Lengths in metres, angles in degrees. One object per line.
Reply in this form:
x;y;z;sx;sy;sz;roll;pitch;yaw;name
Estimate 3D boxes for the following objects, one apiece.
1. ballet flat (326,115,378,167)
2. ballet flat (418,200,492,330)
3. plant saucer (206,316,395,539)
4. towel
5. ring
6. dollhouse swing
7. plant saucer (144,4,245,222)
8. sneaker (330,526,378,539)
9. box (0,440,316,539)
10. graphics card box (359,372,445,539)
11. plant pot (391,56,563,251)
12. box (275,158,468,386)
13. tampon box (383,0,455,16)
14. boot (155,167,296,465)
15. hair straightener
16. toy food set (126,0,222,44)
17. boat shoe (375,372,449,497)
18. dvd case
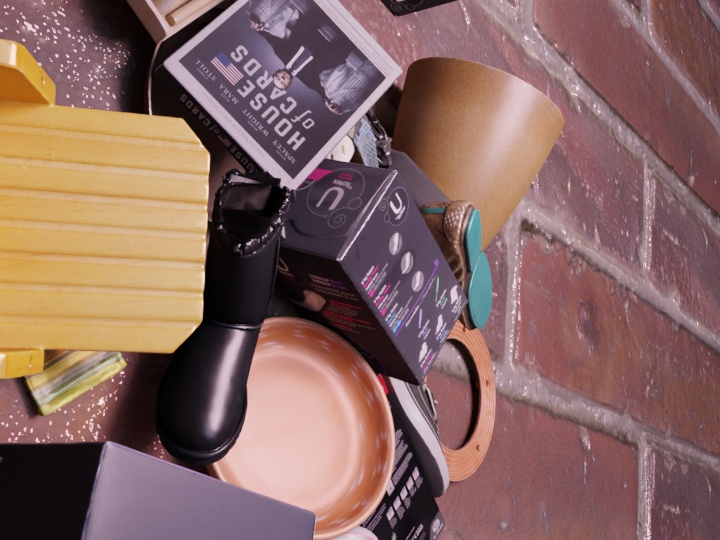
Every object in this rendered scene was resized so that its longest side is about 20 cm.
-0.018;-0.102;1.009;0.200;0.074;0.075;64;38;-46;ballet flat
0.093;-0.008;1.042;0.200;0.065;0.071;75;34;-53;ballet flat
-0.059;0.141;0.917;0.199;0.037;0.201;16;60;-30;plant saucer
-0.238;0.000;0.753;0.086;0.018;0.201;-38;115;-51;towel
0.105;0.146;1.214;0.200;0.019;0.202;13;74;-52;ring
-0.189;-0.032;0.662;0.182;0.175;0.201;152;-60;-82;dollhouse swing
-0.125;-0.134;0.923;0.200;0.032;0.202;14;73;-53;plant saucer
-0.039;0.298;0.905;0.200;0.088;0.082;-35;113;-42;sneaker
-0.167;0.190;0.665;0.200;0.197;0.124;34;58;-48;box
0.011;0.221;1.039;0.126;0.051;0.201;-48;122;-46;graphics card box
0.103;-0.101;1.140;0.186;0.186;0.201;32;77;-48;plant pot
0.000;0.000;0.962;0.106;0.122;0.200;-58;140;-23;box
0.094;-0.393;1.129;0.150;0.199;0.127;39;54;-46;tampon box
-0.103;0.029;0.805;0.199;0.073;0.163;-78;-175;-48;boot
0.026;-0.129;1.046;0.041;0.077;0.201;-32;77;-12;hair straightener
-0.150;-0.293;0.862;0.144;0.060;0.200;55;42;-14;toy food set
0.054;0.148;1.091;0.064;0.070;0.201;-41;116;-41;boat shoe
-0.065;-0.173;0.902;0.150;0.025;0.200;46;52;-10;dvd case
